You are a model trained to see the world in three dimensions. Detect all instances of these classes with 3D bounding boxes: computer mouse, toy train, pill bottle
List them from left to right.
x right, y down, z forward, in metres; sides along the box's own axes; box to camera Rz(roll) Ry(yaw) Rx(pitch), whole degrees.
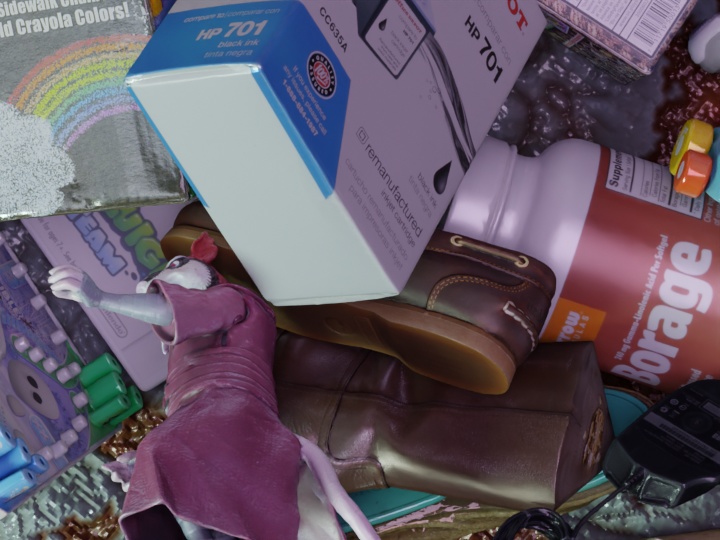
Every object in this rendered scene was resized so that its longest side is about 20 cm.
[{"bbox_3d":[0.125,0.114,1.334,0.200,0.034,0.059,-33,52,-32],"label":"computer mouse"},{"bbox_3d":[0.137,-0.002,1.431,0.200,0.112,0.112,18,90,-2],"label":"pill bottle"},{"bbox_3d":[0.247,-0.048,1.404,0.150,0.200,0.056,33,112,32],"label":"toy train"}]

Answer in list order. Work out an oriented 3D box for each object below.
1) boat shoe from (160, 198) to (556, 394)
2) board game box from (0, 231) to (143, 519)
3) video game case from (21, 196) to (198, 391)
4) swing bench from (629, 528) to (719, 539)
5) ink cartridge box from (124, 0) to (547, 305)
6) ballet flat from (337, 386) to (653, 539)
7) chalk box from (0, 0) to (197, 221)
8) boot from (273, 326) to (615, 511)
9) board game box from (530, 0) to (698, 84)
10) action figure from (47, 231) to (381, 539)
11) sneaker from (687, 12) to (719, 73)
[{"bbox_3d":[0.000,0.000,1.381,0.200,0.070,0.070,20,66,18],"label":"boat shoe"},{"bbox_3d":[-0.193,0.011,1.372,0.026,0.200,0.200,-33,91,15],"label":"board game box"},{"bbox_3d":[-0.096,-0.063,1.427,0.182,0.024,0.200,-32,98,18],"label":"video game case"},{"bbox_3d":[0.179,0.174,1.391,0.200,0.199,0.130,-26,92,-1],"label":"swing bench"},{"bbox_3d":[-0.007,-0.105,1.319,0.146,0.086,0.200,58,46,-33],"label":"ink cartridge box"},{"bbox_3d":[0.064,0.112,1.439,0.200,0.072,0.068,-18,61,8],"label":"ballet flat"},{"bbox_3d":[-0.138,-0.135,1.338,0.124,0.124,0.200,-6,101,16],"label":"chalk box"},{"bbox_3d":[0.020,0.111,1.370,0.200,0.064,0.186,6,65,16],"label":"boot"},{"bbox_3d":[0.103,-0.217,1.435,0.200,0.097,0.159,33,89,-2],"label":"board game box"},{"bbox_3d":[-0.062,0.061,1.303,0.149,0.134,0.200,-8,55,7],"label":"action figure"},{"bbox_3d":[0.273,-0.120,1.454,0.200,0.075,0.082,-9,89,-3],"label":"sneaker"}]
